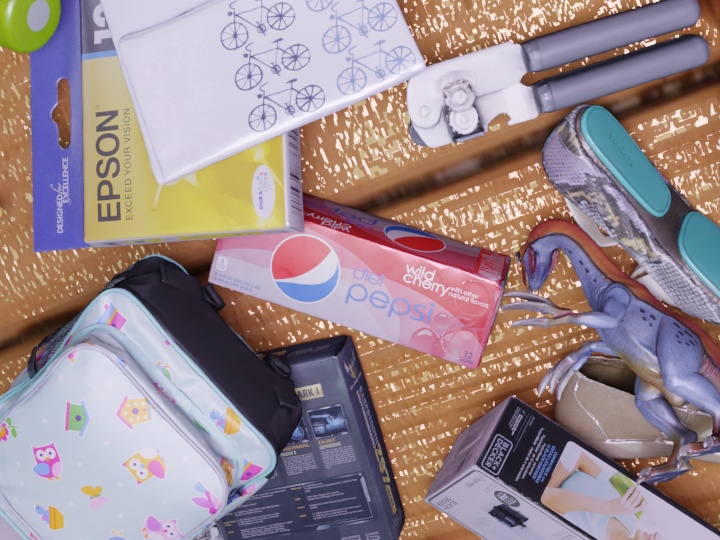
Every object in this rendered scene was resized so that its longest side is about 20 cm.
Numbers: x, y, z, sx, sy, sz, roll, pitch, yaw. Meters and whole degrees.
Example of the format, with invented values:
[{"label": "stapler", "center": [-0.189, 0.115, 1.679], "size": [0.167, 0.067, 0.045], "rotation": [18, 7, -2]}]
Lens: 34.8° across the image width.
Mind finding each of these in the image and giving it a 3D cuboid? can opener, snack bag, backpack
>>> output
[{"label": "can opener", "center": [0.123, -0.131, 0.748], "size": [0.199, 0.066, 0.053], "rotation": [-16, 104, 7]}, {"label": "snack bag", "center": [-0.076, -0.178, 0.734], "size": [0.188, 0.021, 0.201], "rotation": [-22, 78, 9]}, {"label": "backpack", "center": [-0.163, 0.118, 0.781], "size": [0.176, 0.153, 0.200], "rotation": [46, 117, -6]}]

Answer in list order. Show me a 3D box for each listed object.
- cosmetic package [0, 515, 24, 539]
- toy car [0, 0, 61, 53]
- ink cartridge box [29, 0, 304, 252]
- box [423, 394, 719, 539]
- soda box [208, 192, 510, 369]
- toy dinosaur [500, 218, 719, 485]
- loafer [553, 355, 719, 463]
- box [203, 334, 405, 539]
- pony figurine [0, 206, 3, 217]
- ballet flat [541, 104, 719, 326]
[{"label": "cosmetic package", "center": [-0.281, 0.229, 0.913], "size": [0.074, 0.102, 0.200], "rotation": [-35, 99, 18]}, {"label": "toy car", "center": [-0.305, -0.220, 0.707], "size": [0.164, 0.200, 0.158], "rotation": [22, 110, 19]}, {"label": "ink cartridge box", "center": [-0.140, -0.117, 0.773], "size": [0.199, 0.047, 0.198], "rotation": [-4, 85, 10]}, {"label": "box", "center": [0.156, 0.179, 0.803], "size": [0.200, 0.060, 0.117], "rotation": [33, 153, 1]}, {"label": "soda box", "center": [0.000, 0.000, 0.806], "size": [0.199, 0.063, 0.070], "rotation": [18, 109, 6]}, {"label": "toy dinosaur", "center": [0.179, 0.043, 0.750], "size": [0.199, 0.105, 0.182], "rotation": [-8, 66, -12]}, {"label": "loafer", "center": [0.227, 0.088, 0.782], "size": [0.199, 0.076, 0.068], "rotation": [-7, 112, 13]}, {"label": "box", "center": [-0.082, 0.146, 0.874], "size": [0.199, 0.051, 0.158], "rotation": [-14, 104, 15]}, {"label": "pony figurine", "center": [-0.371, -0.105, 0.803], "size": [0.192, 0.167, 0.200], "rotation": [2, 132, 24]}, {"label": "ballet flat", "center": [0.195, -0.023, 0.768], "size": [0.072, 0.072, 0.200], "rotation": [-42, 95, 20]}]
